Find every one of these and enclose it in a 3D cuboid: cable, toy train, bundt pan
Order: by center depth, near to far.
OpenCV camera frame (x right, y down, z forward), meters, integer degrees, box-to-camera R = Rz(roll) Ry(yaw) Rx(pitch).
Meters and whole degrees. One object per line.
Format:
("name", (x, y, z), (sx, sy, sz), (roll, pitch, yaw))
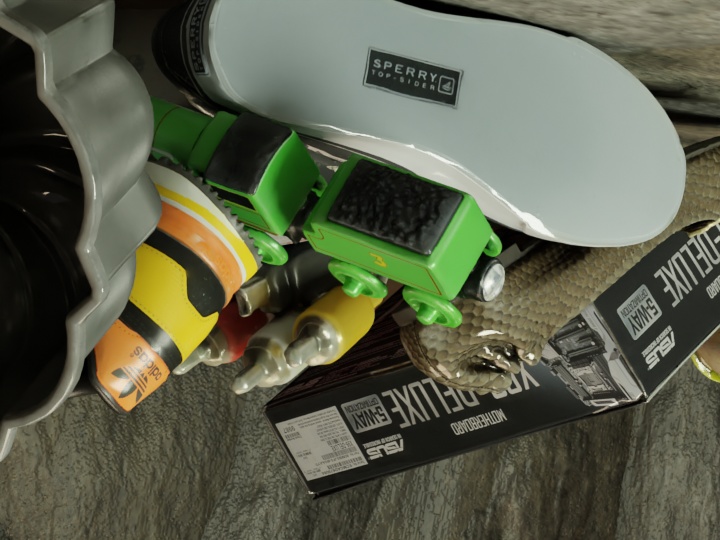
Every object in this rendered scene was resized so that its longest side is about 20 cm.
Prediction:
("bundt pan", (-0.145, -0.040, 0.911), (0.202, 0.202, 0.076), (10, -154, 26))
("toy train", (-0.041, -0.031, 0.997), (0.200, 0.042, 0.056), (20, 161, 28))
("cable", (0.000, 0.000, 1.213), (0.097, 0.050, 0.200), (-1, -164, 42))

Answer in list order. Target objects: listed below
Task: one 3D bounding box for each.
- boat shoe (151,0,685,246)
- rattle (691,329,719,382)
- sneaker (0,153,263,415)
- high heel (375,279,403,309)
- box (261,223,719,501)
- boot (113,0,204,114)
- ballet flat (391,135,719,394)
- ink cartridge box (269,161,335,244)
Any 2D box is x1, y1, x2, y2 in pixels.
("boat shoe", (0.020, -0.055, 1.048), (0.199, 0.074, 0.068), (12, 174, -25))
("rattle", (0.214, -0.034, 1.333), (0.130, 0.143, 0.200), (-29, -172, -38))
("sneaker", (-0.129, 0.005, 1.013), (0.200, 0.090, 0.070), (4, 141, 42))
("high heel", (0.031, -0.005, 1.412), (0.200, 0.067, 0.096), (13, 168, 5))
("box", (0.075, 0.019, 1.252), (0.200, 0.050, 0.158), (-20, -166, 43))
("boot", (-0.099, -0.092, 1.112), (0.200, 0.074, 0.075), (5, -146, -52))
("ballet flat", (0.089, -0.004, 1.113), (0.200, 0.046, 0.067), (-29, -179, -43))
("ink cartridge box", (0.014, -0.037, 1.196), (0.162, 0.050, 0.200), (-12, 176, -2))
